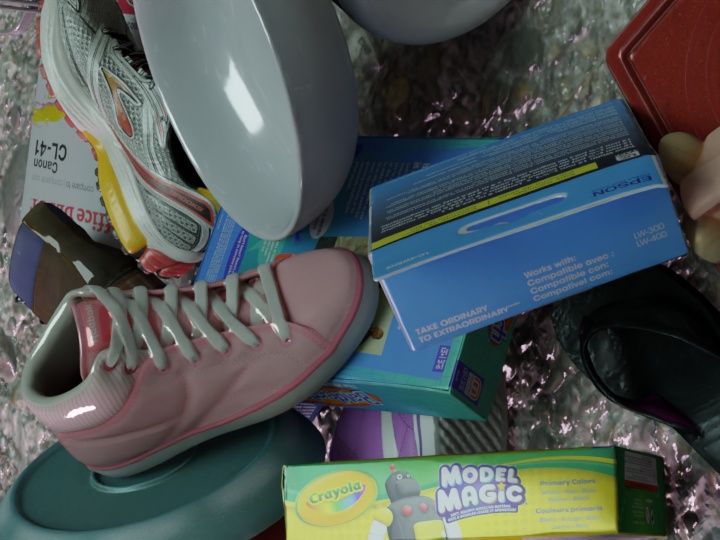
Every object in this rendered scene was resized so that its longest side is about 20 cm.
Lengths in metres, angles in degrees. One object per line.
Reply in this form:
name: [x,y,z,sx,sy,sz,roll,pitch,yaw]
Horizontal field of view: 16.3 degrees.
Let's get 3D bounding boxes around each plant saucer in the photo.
plant saucer: [0.208,-0.099,1.242,0.200,0.037,0.200,-49,52,36]
plant saucer: [-0.118,0.117,1.423,0.200,0.200,0.027,13,126,51]

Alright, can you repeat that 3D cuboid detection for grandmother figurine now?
grandmother figurine: [0.222,-0.073,1.150,0.200,0.060,0.121,-41,65,44]

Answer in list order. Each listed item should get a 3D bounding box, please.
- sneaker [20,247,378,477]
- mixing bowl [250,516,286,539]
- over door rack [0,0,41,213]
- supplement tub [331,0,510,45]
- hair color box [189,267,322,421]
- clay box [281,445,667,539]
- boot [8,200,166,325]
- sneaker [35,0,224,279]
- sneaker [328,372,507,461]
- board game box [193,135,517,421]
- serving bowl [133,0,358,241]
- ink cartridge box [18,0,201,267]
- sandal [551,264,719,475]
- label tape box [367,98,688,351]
sneaker: [-0.093,0.037,1.353,0.200,0.105,0.075,-30,50,15]
mixing bowl: [-0.052,0.194,1.443,0.108,0.200,0.200,-36,53,4]
over door rack: [-0.257,-0.124,1.728,0.067,0.148,0.200,38,115,43]
supplement tub: [0.002,-0.232,1.421,0.200,0.145,0.146,45,120,43]
hair color box: [-0.069,0.054,1.552,0.100,0.060,0.200,56,129,38]
clay box: [0.047,0.119,1.291,0.200,0.115,0.048,-4,82,18]
boot: [-0.170,0.021,1.604,0.097,0.075,0.200,43,160,10]
sneaker: [-0.126,-0.100,1.516,0.082,0.078,0.200,-32,79,29]
sneaker: [0.028,0.143,1.422,0.114,0.073,0.201,-13,66,51]
board game box: [0.000,0.000,1.408,0.200,0.045,0.152,4,67,38]
serving bowl: [-0.055,-0.121,1.382,0.200,0.066,0.200,50,153,37]
ink cartridge box: [-0.141,-0.111,1.635,0.147,0.085,0.201,12,95,50]
sandal: [0.158,0.050,1.280,0.200,0.048,0.075,38,116,45]
label tape box: [0.080,-0.017,1.230,0.200,0.143,0.066,-92,-18,-75]
